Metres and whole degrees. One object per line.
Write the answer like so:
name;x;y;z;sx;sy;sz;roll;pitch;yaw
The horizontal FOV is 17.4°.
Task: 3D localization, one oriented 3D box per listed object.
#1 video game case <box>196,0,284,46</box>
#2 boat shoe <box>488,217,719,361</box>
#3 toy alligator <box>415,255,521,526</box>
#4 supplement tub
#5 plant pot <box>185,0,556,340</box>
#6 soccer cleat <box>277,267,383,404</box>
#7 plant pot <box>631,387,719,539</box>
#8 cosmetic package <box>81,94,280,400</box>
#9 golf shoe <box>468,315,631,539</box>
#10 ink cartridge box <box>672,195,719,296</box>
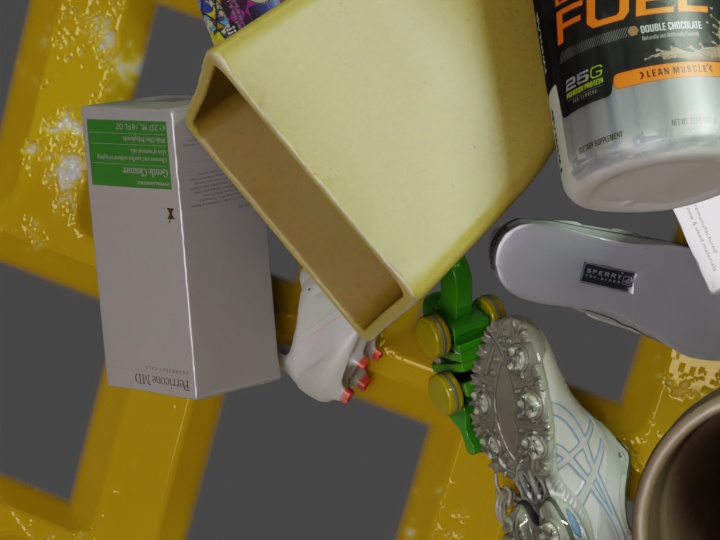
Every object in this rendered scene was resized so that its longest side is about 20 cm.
video game case;-0.011;-0.165;1.615;0.180;0.036;0.201;-21;93;20
boat shoe;0.179;0.008;1.570;0.198;0.066;0.073;11;101;-6
toy alligator;0.074;0.083;1.631;0.054;0.059;0.202;13;119;61
supplement tub;0.166;-0.145;1.398;0.122;0.122;0.202;-14;73;20
plant pot;0.030;-0.102;1.492;0.200;0.196;0.195;-40;88;-13
soccer cleat;0.000;0.000;1.629;0.077;0.069;0.201;33;111;14
plant pot;0.286;0.152;1.504;0.199;0.175;0.202;3;101;18
cosmetic package;-0.124;-0.019;1.638;0.107;0.084;0.202;3;101;46
golf shoe;0.137;0.119;1.599;0.078;0.097;0.202;4;111;52
ink cartridge box;0.305;-0.069;1.472;0.199;0.146;0.085;-25;92;20
